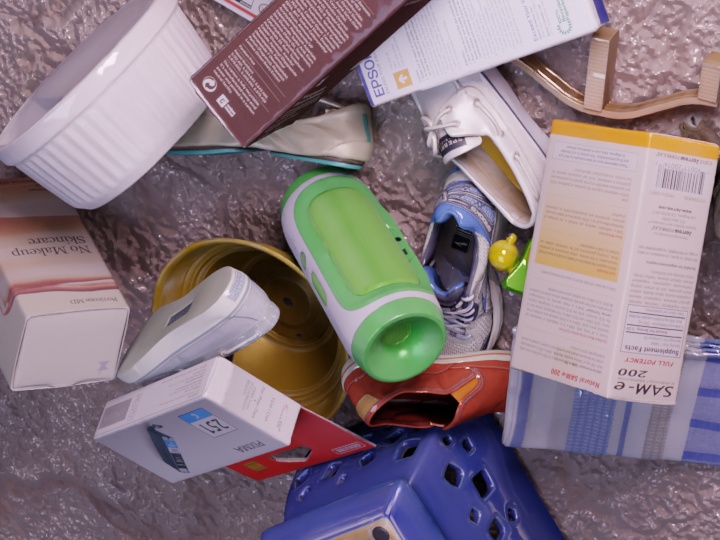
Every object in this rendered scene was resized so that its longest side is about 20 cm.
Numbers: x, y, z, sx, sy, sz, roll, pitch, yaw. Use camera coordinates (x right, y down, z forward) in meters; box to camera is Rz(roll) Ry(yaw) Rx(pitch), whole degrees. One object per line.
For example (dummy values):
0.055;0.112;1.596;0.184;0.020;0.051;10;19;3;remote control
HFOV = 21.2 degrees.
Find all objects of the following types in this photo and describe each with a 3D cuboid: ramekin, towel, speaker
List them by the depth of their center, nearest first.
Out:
0.000;0.000;1.594;0.200;0.088;0.089;-120;37;-45;speaker
0.218;0.104;1.598;0.199;0.024;0.147;6;130;2;towel
-0.207;-0.139;1.625;0.202;0.203;0.094;-31;111;36;ramekin

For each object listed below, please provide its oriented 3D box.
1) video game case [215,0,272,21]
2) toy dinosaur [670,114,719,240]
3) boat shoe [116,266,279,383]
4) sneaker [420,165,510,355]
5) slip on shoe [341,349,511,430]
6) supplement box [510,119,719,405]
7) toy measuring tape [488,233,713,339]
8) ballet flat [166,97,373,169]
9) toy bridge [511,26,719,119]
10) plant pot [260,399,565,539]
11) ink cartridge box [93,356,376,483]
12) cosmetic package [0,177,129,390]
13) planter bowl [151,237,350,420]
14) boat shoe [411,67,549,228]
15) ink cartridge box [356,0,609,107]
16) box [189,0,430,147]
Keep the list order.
-0.040;-0.277;1.567;0.143;0.017;0.201;31;126;9;video game case
0.302;-0.049;1.452;0.102;0.200;0.077;-33;127;14;toy dinosaur
-0.141;0.064;1.668;0.071;0.070;0.201;37;141;-19;boat shoe
0.076;0.011;1.625;0.077;0.085;0.201;14;124;20;sneaker
0.081;0.107;1.640;0.199;0.061;0.074;3;139;-22;slip on shoe
0.194;-0.008;1.475;0.126;0.073;0.201;17;99;58;supplement box
0.202;0.006;1.582;0.199;0.074;0.074;18;125;-3;toy measuring tape
-0.079;-0.126;1.651;0.199;0.070;0.070;6;119;22;ballet flat
0.188;-0.156;1.512;0.199;0.027;0.068;15;123;20;toy bridge
0.040;0.248;1.717;0.199;0.180;0.201;-25;103;34;plant pot
-0.113;0.152;1.704;0.176;0.045;0.200;31;149;-25;ink cartridge box
-0.293;0.008;1.739;0.200;0.103;0.088;54;138;41;cosmetic package
-0.081;0.044;1.723;0.199;0.083;0.201;14;122;23;planter bowl
0.085;-0.117;1.552;0.200;0.070;0.071;50;143;-8;boat shoe
0.067;-0.249;1.481;0.199;0.043;0.197;-16;98;27;ink cartridge box
-0.025;-0.187;1.460;0.200;0.100;0.075;-41;88;27;box
